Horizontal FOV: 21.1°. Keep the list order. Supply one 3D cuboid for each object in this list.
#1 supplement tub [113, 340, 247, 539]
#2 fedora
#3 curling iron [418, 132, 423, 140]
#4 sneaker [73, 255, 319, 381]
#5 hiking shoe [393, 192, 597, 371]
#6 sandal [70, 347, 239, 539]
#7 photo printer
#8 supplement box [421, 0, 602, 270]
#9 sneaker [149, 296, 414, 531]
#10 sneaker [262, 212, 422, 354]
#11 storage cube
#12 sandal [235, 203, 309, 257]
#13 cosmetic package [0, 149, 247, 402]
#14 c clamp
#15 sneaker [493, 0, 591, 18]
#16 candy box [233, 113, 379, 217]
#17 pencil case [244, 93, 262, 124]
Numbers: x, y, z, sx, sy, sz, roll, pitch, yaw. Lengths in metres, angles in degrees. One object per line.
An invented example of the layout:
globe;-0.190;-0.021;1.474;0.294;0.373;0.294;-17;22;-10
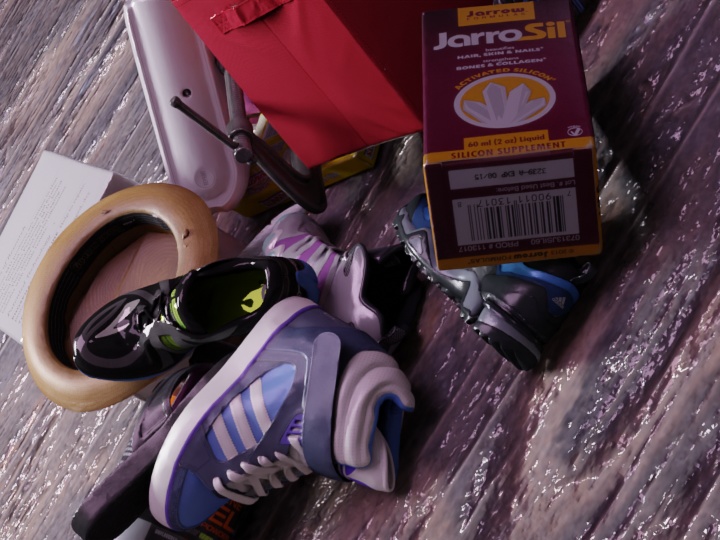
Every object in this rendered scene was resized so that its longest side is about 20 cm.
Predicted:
supplement tub;-0.133;0.156;1.492;0.107;0.107;0.201;-1;63;59
fedora;-0.179;0.030;1.556;0.199;0.082;0.202;-16;56;25
curling iron;0.073;-0.090;1.471;0.050;0.025;0.200;-50;29;21
sneaker;-0.130;0.028;1.426;0.198;0.083;0.071;-17;71;20
hiking shoe;0.093;-0.008;1.325;0.087;0.074;0.200;-46;37;4
sandal;-0.141;0.114;1.413;0.200;0.075;0.048;-44;67;-10
photo printer;-0.147;-0.148;1.679;0.069;0.201;0.166;-14;13;1
supplement box;0.098;-0.096;1.293;0.110;0.086;0.201;-5;35;5
sneaker;-0.047;0.130;1.357;0.146;0.081;0.201;37;93;32
sneaker;0.000;0.000;1.466;0.140;0.077;0.201;-43;41;26
storage cube;-0.001;-0.215;1.508;0.171;0.180;0.200;-15;30;54
sandal;-0.099;0.026;1.613;0.207;0.059;0.079;-46;1;9
cosmetic package;-0.222;0.010;1.722;0.167;0.167;0.200;-63;26;-4
c clamp;-0.083;-0.125;1.561;0.027;0.171;0.200;-40;23;17
sneaker;0.147;-0.248;1.471;0.201;0.075;0.077;-67;11;-21
candy box;-0.041;-0.115;1.691;0.200;0.026;0.103;-18;52;53
pencil case;-0.058;-0.213;1.754;0.200;0.090;0.094;-31;74;41
